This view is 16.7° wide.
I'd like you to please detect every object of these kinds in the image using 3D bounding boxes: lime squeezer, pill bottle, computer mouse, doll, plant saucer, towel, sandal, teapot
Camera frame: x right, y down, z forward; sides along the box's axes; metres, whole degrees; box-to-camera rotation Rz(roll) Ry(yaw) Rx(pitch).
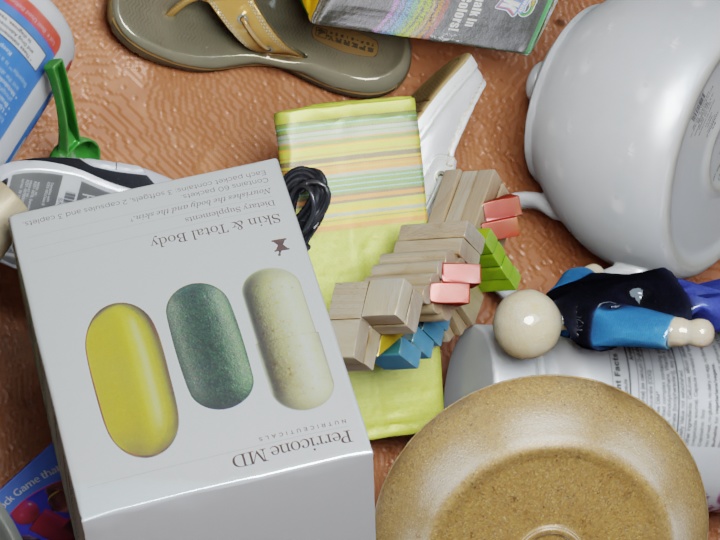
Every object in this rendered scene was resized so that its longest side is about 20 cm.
[{"bbox_3d":[-0.143,-0.045,1.451,0.200,0.070,0.038,58,43,-26],"label":"lime squeezer"},{"bbox_3d":[0.158,0.086,1.475,0.199,0.113,0.114,4,70,-16],"label":"pill bottle"},{"bbox_3d":[-0.124,-0.027,1.403,0.199,0.110,0.044,13,25,-16],"label":"computer mouse"},{"bbox_3d":[0.170,0.024,1.415,0.199,0.136,0.049,-2,106,-20],"label":"doll"},{"bbox_3d":[0.107,0.160,1.410,0.199,0.035,0.201,-2,108,-6],"label":"plant saucer"},{"bbox_3d":[0.000,0.000,1.449,0.086,0.018,0.201,-6,93,-13],"label":"towel"},{"bbox_3d":[-0.057,-0.159,1.523,0.199,0.054,0.081,12,68,-14],"label":"sandal"},{"bbox_3d":[-0.255,-0.076,1.395,0.112,0.112,0.201,31,64,-6],"label":"pill bottle"},{"bbox_3d":[0.166,-0.093,1.527,0.145,0.198,0.200,20,36,29],"label":"teapot"}]

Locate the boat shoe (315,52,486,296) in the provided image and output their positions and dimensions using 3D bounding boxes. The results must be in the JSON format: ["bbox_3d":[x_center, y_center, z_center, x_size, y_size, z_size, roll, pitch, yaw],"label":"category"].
[{"bbox_3d":[0.029,-0.040,1.504,0.069,0.071,0.201,35,76,-10],"label":"boat shoe"}]

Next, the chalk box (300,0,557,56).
[{"bbox_3d":[0.061,-0.222,1.518,0.199,0.125,0.124,5,38,-27],"label":"chalk box"}]

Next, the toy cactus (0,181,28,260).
[{"bbox_3d":[-0.246,0.018,1.303,0.165,0.102,0.200,-47,133,-17],"label":"toy cactus"}]

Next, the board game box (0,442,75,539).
[{"bbox_3d":[-0.123,0.143,1.367,0.134,0.045,0.200,34,60,25],"label":"board game box"}]

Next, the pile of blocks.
[{"bbox_3d":[0.052,0.011,1.408,0.200,0.062,0.082,-45,124,-49],"label":"pile of blocks"}]

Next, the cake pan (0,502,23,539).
[{"bbox_3d":[-0.248,0.179,1.236,0.200,0.037,0.201,20,61,-41],"label":"cake pan"}]

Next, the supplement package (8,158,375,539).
[{"bbox_3d":[-0.087,0.075,1.293,0.151,0.151,0.201,-13,52,-9],"label":"supplement package"}]
